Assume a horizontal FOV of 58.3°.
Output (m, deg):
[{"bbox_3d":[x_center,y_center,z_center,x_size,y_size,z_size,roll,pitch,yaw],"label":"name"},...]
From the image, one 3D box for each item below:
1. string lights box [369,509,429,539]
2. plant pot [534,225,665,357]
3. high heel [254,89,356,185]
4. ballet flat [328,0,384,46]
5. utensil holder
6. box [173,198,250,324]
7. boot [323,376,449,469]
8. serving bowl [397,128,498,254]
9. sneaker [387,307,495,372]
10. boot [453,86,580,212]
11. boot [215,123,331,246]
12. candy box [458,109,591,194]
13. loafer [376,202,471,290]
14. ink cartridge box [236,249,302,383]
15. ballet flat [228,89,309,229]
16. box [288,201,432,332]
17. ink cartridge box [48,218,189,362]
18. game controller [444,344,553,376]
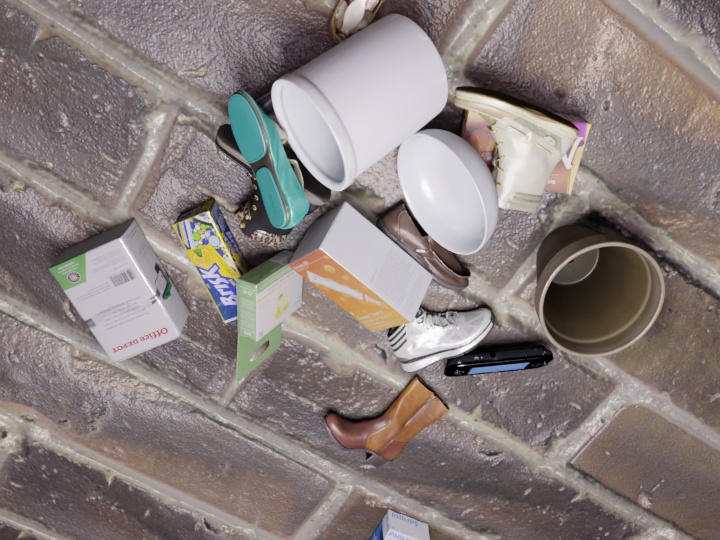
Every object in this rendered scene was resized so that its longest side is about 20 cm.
[{"bbox_3d":[0.064,0.634,1.431,0.101,0.059,0.203,22,113,-10],"label":"string lights box"},{"bbox_3d":[0.372,0.011,1.072,0.195,0.174,0.204,0,117,-1],"label":"plant pot"},{"bbox_3d":[-0.103,-0.196,1.030,0.141,0.072,0.201,-25,117,23],"label":"high heel"},{"bbox_3d":[0.017,-0.408,0.921,0.069,0.066,0.202,24,113,-12],"label":"ballet flat"},{"bbox_3d":[0.002,-0.239,0.910,0.199,0.169,0.172,-37,116,-19],"label":"utensil holder"},{"bbox_3d":[-0.240,-0.014,1.107,0.069,0.065,0.203,-19,114,8],"label":"box"},{"bbox_3d":[0.049,0.284,1.256,0.187,0.069,0.200,39,108,-18],"label":"boot"},{"bbox_3d":[0.142,-0.128,0.985,0.065,0.199,0.203,-33,117,-22],"label":"serving bowl"},{"bbox_3d":[0.137,0.098,1.164,0.198,0.076,0.116,-28,115,14],"label":"sneaker"},{"bbox_3d":[0.211,-0.180,0.975,0.196,0.072,0.157,18,117,-10],"label":"boot"},{"bbox_3d":[-0.162,-0.128,1.025,0.197,0.074,0.150,27,133,-23],"label":"boot"},{"bbox_3d":[0.254,-0.197,1.035,0.195,0.057,0.119,8,115,-4],"label":"candy box"},{"bbox_3d":[0.119,-0.041,1.096,0.198,0.073,0.071,35,112,-17],"label":"loafer"},{"bbox_3d":[-0.156,0.083,1.111,0.047,0.145,0.204,15,118,22],"label":"ink cartridge box"},{"bbox_3d":[-0.127,-0.161,0.926,0.067,0.070,0.204,-14,100,43],"label":"ballet flat"},{"bbox_3d":[0.000,0.000,1.071,0.199,0.099,0.124,39,152,-18],"label":"box"},{"bbox_3d":[-0.410,0.038,1.116,0.143,0.085,0.203,-20,115,9],"label":"ink cartridge box"},{"bbox_3d":[0.254,0.174,1.199,0.195,0.043,0.105,-5,152,0],"label":"game controller"}]
